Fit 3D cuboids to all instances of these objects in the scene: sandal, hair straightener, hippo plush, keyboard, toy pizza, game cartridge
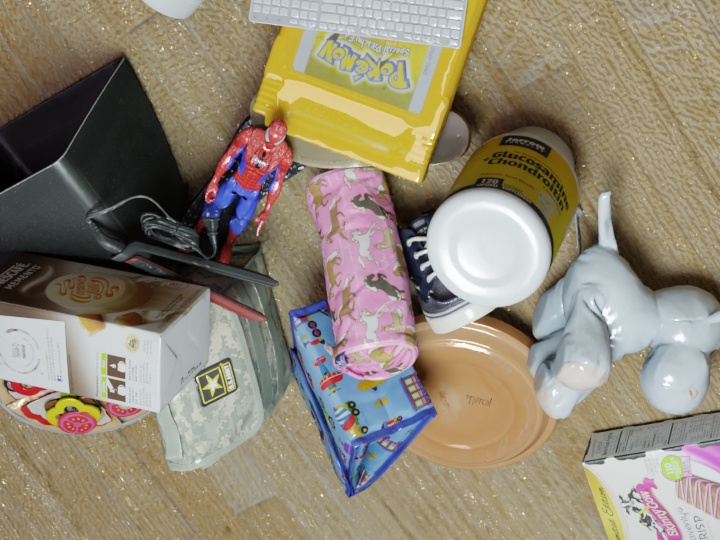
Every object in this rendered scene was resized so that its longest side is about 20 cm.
[{"bbox_3d":[-0.108,-0.102,1.698,0.075,0.045,0.200,38,113,-12],"label":"sandal"},{"bbox_3d":[0.003,-0.133,1.634,0.210,0.070,0.078,7,95,9],"label":"sandal"},{"bbox_3d":[-0.164,-0.021,1.619,0.199,0.041,0.077,24,83,-21],"label":"hair straightener"},{"bbox_3d":[0.257,0.056,1.621,0.160,0.159,0.202,15,77,-9],"label":"hippo plush"},{"bbox_3d":[-0.002,-0.242,1.556,0.198,0.011,0.057,9,97,10],"label":"keyboard"},{"bbox_3d":[-0.298,0.115,1.834,0.198,0.032,0.201,-5,134,-5],"label":"toy pizza"},{"bbox_3d":[0.010,-0.203,1.576,0.175,0.032,0.202,20,96,9],"label":"game cartridge"}]

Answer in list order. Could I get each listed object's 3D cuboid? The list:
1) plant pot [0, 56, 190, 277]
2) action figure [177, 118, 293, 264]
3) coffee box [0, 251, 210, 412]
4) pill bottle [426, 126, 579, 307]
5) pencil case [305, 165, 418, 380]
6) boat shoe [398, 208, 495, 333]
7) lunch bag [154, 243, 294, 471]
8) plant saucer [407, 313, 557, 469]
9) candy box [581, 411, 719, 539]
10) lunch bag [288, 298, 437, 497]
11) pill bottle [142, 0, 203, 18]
[{"bbox_3d":[-0.284,-0.057,1.710,0.199,0.200,0.178,-24,117,27],"label":"plant pot"},{"bbox_3d":[-0.113,-0.074,1.628,0.065,0.052,0.200,28,132,-6],"label":"action figure"},{"bbox_3d":[-0.250,0.054,1.570,0.198,0.114,0.080,10,114,16],"label":"coffee box"},{"bbox_3d":[0.135,-0.057,1.547,0.111,0.200,0.113,8,118,15],"label":"pill bottle"},{"bbox_3d":[0.000,0.000,1.618,0.086,0.202,0.083,-6,157,-6],"label":"pencil case"},{"bbox_3d":[0.073,-0.003,1.610,0.074,0.200,0.093,-29,99,-6],"label":"boat shoe"},{"bbox_3d":[-0.156,0.087,1.723,0.117,0.200,0.165,-5,113,22],"label":"lunch bag"},{"bbox_3d":[0.101,0.127,1.727,0.198,0.032,0.201,7,129,9],"label":"plant saucer"},{"bbox_3d":[0.334,0.216,1.697,0.199,0.061,0.137,-13,111,25],"label":"candy box"},{"bbox_3d":[-0.014,0.128,1.714,0.151,0.093,0.200,63,160,19],"label":"lunch bag"},{"bbox_3d":[-0.130,-0.327,1.558,0.113,0.113,0.200,42,121,-5],"label":"pill bottle"}]
